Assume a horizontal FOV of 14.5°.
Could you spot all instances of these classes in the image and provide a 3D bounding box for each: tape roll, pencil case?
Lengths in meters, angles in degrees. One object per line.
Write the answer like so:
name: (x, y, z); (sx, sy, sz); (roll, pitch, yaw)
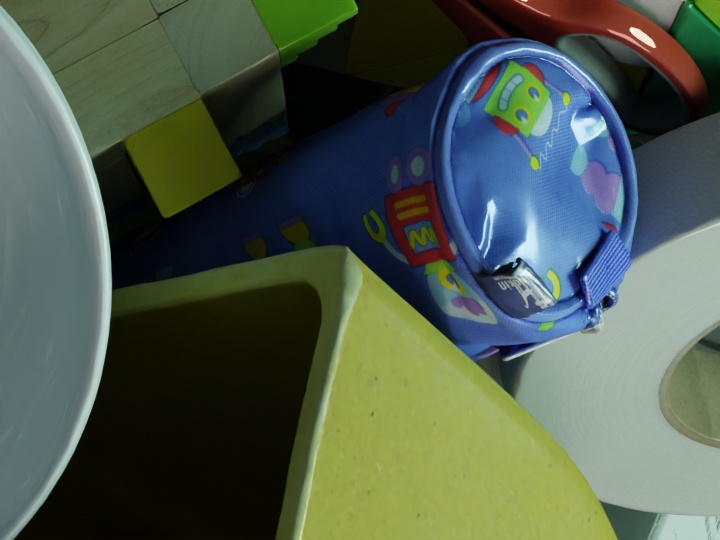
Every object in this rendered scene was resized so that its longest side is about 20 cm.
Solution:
tape roll: (0.140, 0.014, 0.863); (0.202, 0.037, 0.203); (-7, 148, -4)
pencil case: (0.000, 0.000, 0.827); (0.078, 0.087, 0.200); (-39, -170, -38)

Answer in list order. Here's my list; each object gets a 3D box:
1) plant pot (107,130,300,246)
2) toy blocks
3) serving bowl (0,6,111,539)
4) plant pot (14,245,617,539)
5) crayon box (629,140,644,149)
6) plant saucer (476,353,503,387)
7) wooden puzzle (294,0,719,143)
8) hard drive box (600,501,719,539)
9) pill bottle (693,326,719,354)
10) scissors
plant pot: (-0.076, 0.078, 0.999); (0.199, 0.191, 0.200); (-20, 162, -7)
toy blocks: (-0.100, -0.037, 0.838); (0.199, 0.100, 0.137); (-28, 174, -4)
serving bowl: (-0.161, -0.006, 0.725); (0.199, 0.201, 0.066); (-25, -166, 6)
plant pot: (-0.026, 0.132, 0.810); (0.194, 0.196, 0.200); (-10, 149, 42)
crayon box: (0.153, -0.085, 1.035); (0.199, 0.058, 0.173); (-18, 162, -14)
plant saucer: (0.045, 0.016, 0.968); (0.050, 0.201, 0.200); (7, 162, 5)
wooden puzzle: (0.065, -0.082, 0.801); (0.199, 0.037, 0.185); (16, 156, 0)
hard drive box: (0.079, 0.164, 1.026); (0.076, 0.156, 0.200); (2, -144, 23)
pill bottle: (0.162, 0.001, 1.012); (0.112, 0.113, 0.200); (-28, 160, 14)
scissors: (0.027, -0.086, 0.762); (0.073, 0.014, 0.200); (-2, 152, 33)
